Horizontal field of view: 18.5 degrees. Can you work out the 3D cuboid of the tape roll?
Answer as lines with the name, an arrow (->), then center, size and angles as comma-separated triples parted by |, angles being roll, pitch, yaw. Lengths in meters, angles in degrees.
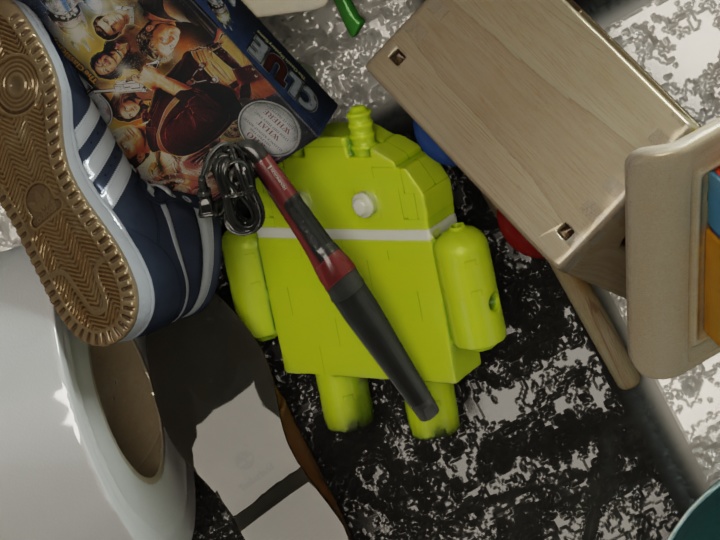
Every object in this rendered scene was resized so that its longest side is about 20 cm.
tape roll -> -0.163, 0.080, 1.256 | 0.071, 0.202, 0.203 | -18, 90, 11

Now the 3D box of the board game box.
board game box -> -0.127, -0.124, 1.211 | 0.135, 0.035, 0.200 | -31, 110, 38

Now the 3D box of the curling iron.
curling iron -> -0.021, 0.007, 1.222 | 0.050, 0.026, 0.200 | -36, 108, 15

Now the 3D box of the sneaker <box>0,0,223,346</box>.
sneaker -> -0.145, -0.055, 1.210 | 0.070, 0.108, 0.200 | -29, 80, 29

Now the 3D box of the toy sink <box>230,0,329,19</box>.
toy sink -> -0.098, -0.216, 1.237 | 0.199, 0.112, 0.131 | -5, 116, 27

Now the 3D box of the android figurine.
android figurine -> 0.000, 0.000, 1.264 | 0.182, 0.041, 0.201 | 4, 114, 34

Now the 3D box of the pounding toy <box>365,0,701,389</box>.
pounding toy -> 0.114, -0.053, 1.220 | 0.142, 0.200, 0.184 | -46, 70, 10

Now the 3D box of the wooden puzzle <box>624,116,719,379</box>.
wooden puzzle -> 0.232, -0.034, 1.149 | 0.200, 0.185, 0.037 | -24, 52, -12

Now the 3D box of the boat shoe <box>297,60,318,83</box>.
boat shoe -> -0.118, -0.077, 1.313 | 0.200, 0.070, 0.072 | -10, 116, 9

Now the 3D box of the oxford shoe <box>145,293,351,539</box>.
oxford shoe -> -0.067, 0.101, 1.305 | 0.071, 0.071, 0.200 | -28, 83, 4

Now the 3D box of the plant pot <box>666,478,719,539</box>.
plant pot -> 0.260, 0.187, 1.215 | 0.199, 0.135, 0.201 | 0, 93, 10

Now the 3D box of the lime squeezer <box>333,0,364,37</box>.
lime squeezer -> -0.064, -0.227, 1.310 | 0.200, 0.038, 0.071 | 36, 130, 6
